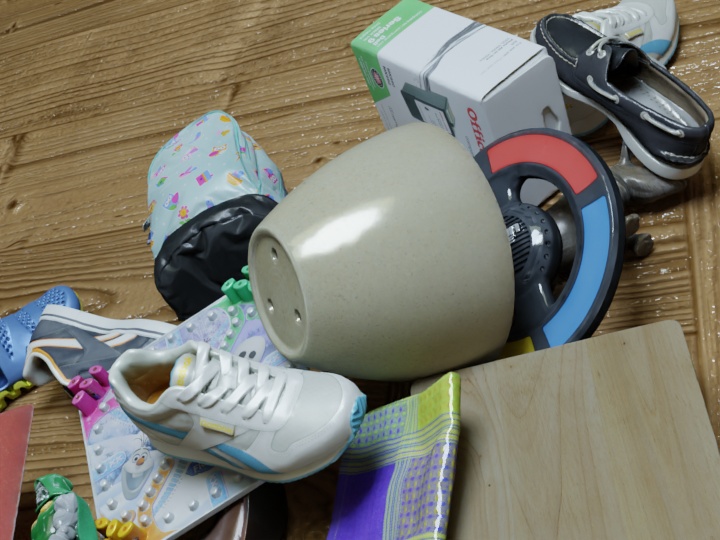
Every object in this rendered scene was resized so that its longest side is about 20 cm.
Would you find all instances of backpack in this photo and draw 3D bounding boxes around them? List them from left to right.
[{"bbox_3d":[-0.135,-0.062,1.025,0.166,0.127,0.201,-25,37,8],"label":"backpack"}]

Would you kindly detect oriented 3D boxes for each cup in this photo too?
[{"bbox_3d":[0.000,0.000,0.780,0.142,0.202,0.200,-15,34,-27],"label":"cup"}]

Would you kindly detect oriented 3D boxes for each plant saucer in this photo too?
[{"bbox_3d":[-0.339,0.229,0.832,0.200,0.037,0.201,-44,34,26],"label":"plant saucer"}]

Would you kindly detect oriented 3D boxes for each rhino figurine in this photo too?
[{"bbox_3d":[0.200,-0.044,0.871,0.200,0.060,0.087,-40,44,-16],"label":"rhino figurine"}]

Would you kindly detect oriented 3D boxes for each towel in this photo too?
[{"bbox_3d":[0.013,0.174,0.692,0.143,0.023,0.201,-31,39,55],"label":"towel"}]

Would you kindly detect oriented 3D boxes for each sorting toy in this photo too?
[{"bbox_3d":[0.140,0.149,0.692,0.197,0.070,0.201,-15,41,14],"label":"sorting toy"}]

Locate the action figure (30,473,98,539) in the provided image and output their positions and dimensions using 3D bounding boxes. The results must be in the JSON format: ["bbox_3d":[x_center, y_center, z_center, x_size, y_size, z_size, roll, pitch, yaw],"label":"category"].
[{"bbox_3d":[-0.217,0.226,0.731,0.118,0.054,0.201,-54,33,28],"label":"action figure"}]

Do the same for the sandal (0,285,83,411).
[{"bbox_3d":[-0.361,0.083,1.028,0.079,0.087,0.200,19,57,43],"label":"sandal"}]

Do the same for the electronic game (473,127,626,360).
[{"bbox_3d":[0.122,-0.013,0.811,0.199,0.041,0.202,-19,64,47],"label":"electronic game"}]

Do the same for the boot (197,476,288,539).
[{"bbox_3d":[-0.157,0.223,0.792,0.199,0.064,0.187,-20,38,16],"label":"boot"}]

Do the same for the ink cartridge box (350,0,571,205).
[{"bbox_3d":[0.097,-0.156,0.977,0.084,0.146,0.200,-39,41,-14],"label":"ink cartridge box"}]

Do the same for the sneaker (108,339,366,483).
[{"bbox_3d":[-0.090,0.094,0.723,0.199,0.081,0.077,-3,49,30],"label":"sneaker"}]

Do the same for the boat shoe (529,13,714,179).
[{"bbox_3d":[0.221,-0.164,0.883,0.074,0.060,0.200,-25,61,-18],"label":"boat shoe"}]

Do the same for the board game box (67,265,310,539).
[{"bbox_3d":[-0.136,0.107,0.821,0.199,0.026,0.200,-33,42,4],"label":"board game box"}]

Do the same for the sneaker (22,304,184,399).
[{"bbox_3d":[-0.221,0.088,0.952,0.199,0.079,0.080,6,61,26],"label":"sneaker"}]

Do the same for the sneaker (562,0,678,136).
[{"bbox_3d":[0.243,-0.220,1.005,0.076,0.081,0.200,17,56,41],"label":"sneaker"}]
